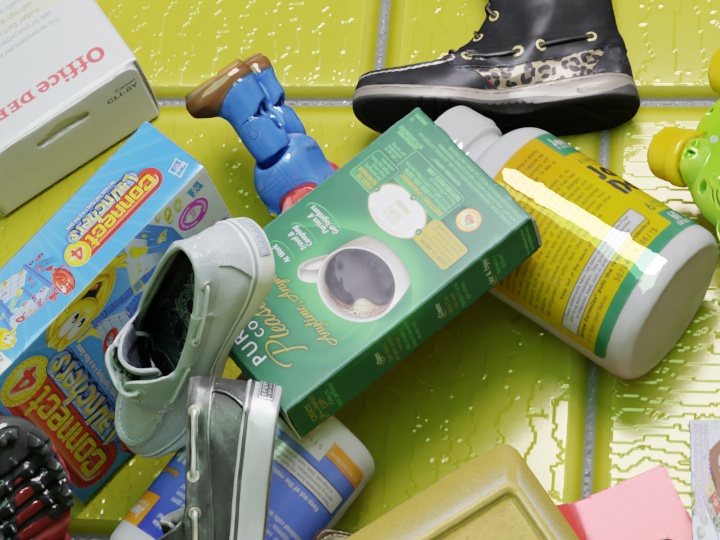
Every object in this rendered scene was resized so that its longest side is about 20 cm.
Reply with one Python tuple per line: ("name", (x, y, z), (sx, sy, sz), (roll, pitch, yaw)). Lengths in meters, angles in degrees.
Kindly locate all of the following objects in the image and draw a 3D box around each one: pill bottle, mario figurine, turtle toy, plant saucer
("pill bottle", (0.127, -0.025, 1.483), (0.200, 0.113, 0.113), (34, 75, 23))
("mario figurine", (-0.052, -0.042, 1.525), (0.123, 0.106, 0.200), (-32, 86, -33))
("pill bottle", (-0.091, 0.170, 1.434), (0.112, 0.112, 0.200), (33, 75, 22))
("turtle toy", (0.296, -0.089, 1.486), (0.145, 0.101, 0.200), (22, 67, 44))
("plant saucer", (0.072, 0.223, 1.345), (0.200, 0.048, 0.200), (-30, 75, -21))

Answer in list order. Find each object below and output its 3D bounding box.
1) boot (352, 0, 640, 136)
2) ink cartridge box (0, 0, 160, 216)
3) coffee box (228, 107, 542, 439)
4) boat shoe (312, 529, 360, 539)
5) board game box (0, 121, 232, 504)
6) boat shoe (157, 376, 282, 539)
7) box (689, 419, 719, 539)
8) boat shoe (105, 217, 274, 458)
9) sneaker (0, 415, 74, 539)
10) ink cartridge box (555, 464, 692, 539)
("boot", (0.093, -0.170, 1.577), (0.199, 0.073, 0.151), (-4, 66, 5))
("ink cartridge box", (-0.261, -0.162, 1.633), (0.145, 0.083, 0.200), (-34, 64, -5))
("coffee box", (0.000, 0.000, 1.413), (0.200, 0.044, 0.123), (-39, 59, -9))
("boat shoe", (-0.024, 0.261, 1.376), (0.075, 0.074, 0.201), (8, 84, 11))
("board game box", (-0.161, 0.032, 1.461), (0.056, 0.200, 0.196), (37, 78, 26))
("boat shoe", (-0.090, 0.162, 1.342), (0.063, 0.071, 0.201), (7, 93, 0))
("box", (0.272, 0.177, 1.371), (0.136, 0.039, 0.201), (-2, 46, 10))
("boat shoe", (-0.121, 0.045, 1.374), (0.071, 0.201, 0.070), (-11, 54, -40))
("sneaker", (-0.224, 0.160, 1.429), (0.071, 0.201, 0.098), (-32, 47, -23))
("ink cartridge box", (0.132, 0.222, 1.407), (0.199, 0.050, 0.161), (-24, 64, 1))
